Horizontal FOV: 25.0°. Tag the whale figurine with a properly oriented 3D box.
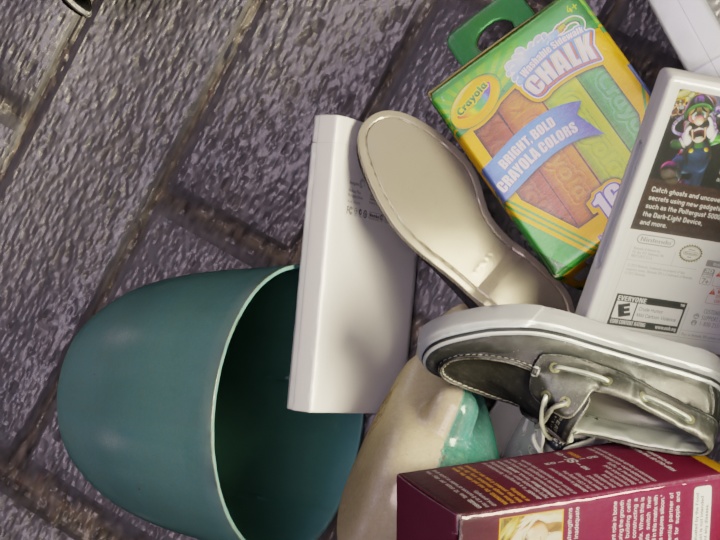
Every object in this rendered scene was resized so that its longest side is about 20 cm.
[{"bbox_3d":[0.057,0.124,1.112,0.104,0.159,0.200,24,56,-5],"label":"whale figurine"}]

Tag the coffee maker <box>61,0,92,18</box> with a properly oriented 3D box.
[{"bbox_3d":[-0.155,-0.313,1.209,0.200,0.135,0.192,-20,80,13],"label":"coffee maker"}]

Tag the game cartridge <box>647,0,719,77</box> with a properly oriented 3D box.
[{"bbox_3d":[0.215,-0.182,1.095,0.041,0.133,0.200,-28,79,12],"label":"game cartridge"}]

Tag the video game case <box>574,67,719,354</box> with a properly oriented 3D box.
[{"bbox_3d":[0.254,-0.028,1.044,0.200,0.023,0.182,8,115,-18],"label":"video game case"}]

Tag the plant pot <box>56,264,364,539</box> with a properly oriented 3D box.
[{"bbox_3d":[-0.113,0.092,1.144,0.161,0.201,0.201,3,87,30],"label":"plant pot"}]

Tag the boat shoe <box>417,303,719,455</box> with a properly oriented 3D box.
[{"bbox_3d":[0.133,0.072,1.023,0.200,0.072,0.071,8,55,1],"label":"boat shoe"}]

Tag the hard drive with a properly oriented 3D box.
[{"bbox_3d":[0.000,0.000,1.144,0.027,0.132,0.200,3,87,30],"label":"hard drive"}]

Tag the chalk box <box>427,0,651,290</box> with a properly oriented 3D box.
[{"bbox_3d":[0.135,-0.104,1.116,0.124,0.124,0.200,-37,78,10],"label":"chalk box"}]

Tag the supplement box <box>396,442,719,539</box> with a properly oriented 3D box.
[{"bbox_3d":[0.128,0.177,1.017,0.200,0.086,0.110,-5,104,-23],"label":"supplement box"}]

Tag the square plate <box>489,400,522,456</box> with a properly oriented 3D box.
[{"bbox_3d":[0.147,0.190,1.143,0.198,0.028,0.200,36,96,15],"label":"square plate"}]

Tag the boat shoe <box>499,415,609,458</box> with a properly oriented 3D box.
[{"bbox_3d":[0.142,0.108,1.100,0.072,0.069,0.200,32,94,16],"label":"boat shoe"}]

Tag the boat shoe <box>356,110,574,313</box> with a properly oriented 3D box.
[{"bbox_3d":[0.063,-0.021,1.115,0.073,0.063,0.200,-42,92,-18],"label":"boat shoe"}]
